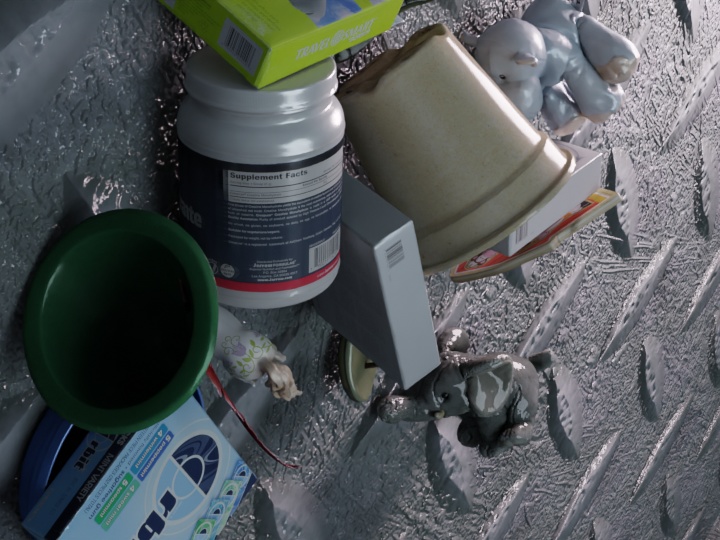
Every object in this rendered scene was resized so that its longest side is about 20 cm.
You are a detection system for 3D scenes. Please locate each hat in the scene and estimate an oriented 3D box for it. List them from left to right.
[{"bbox_3d":[-0.160,0.065,1.101,0.176,0.165,0.200,33,50,-69],"label":"hat"}]

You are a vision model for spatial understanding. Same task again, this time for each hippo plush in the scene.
[{"bbox_3d":[0.207,-0.231,1.484,0.161,0.159,0.200,-28,131,-49],"label":"hippo plush"}]

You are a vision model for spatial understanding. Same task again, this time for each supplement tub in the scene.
[{"bbox_3d":[-0.084,-0.082,1.138,0.140,0.140,0.200,-32,134,-45],"label":"supplement tub"}]

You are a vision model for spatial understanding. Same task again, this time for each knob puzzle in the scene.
[{"bbox_3d":[0.186,-0.051,1.581,0.220,0.220,0.030,-43,109,-35],"label":"knob puzzle"}]

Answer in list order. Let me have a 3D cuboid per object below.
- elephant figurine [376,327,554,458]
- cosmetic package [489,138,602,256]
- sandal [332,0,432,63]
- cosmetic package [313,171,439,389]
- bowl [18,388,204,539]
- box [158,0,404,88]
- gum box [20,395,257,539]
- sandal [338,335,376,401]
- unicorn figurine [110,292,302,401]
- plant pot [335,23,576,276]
[{"bbox_3d":[0.131,0.139,1.645,0.200,0.141,0.155,40,45,-42],"label":"elephant figurine"},{"bbox_3d":[0.155,-0.097,1.496,0.200,0.151,0.052,-34,133,-44],"label":"cosmetic package"},{"bbox_3d":[0.017,-0.269,1.266,0.201,0.057,0.080,-37,109,-17],"label":"sandal"},{"bbox_3d":[0.000,0.000,1.296,0.052,0.151,0.200,-36,139,-21],"label":"cosmetic package"},{"bbox_3d":[-0.218,0.168,1.184,0.201,0.039,0.201,-36,137,-43],"label":"bowl"},{"bbox_3d":[-0.055,-0.229,1.106,0.200,0.122,0.048,-33,159,-44],"label":"box"},{"bbox_3d":[-0.186,0.200,1.174,0.170,0.045,0.200,-56,147,-21],"label":"gum box"},{"bbox_3d":[0.035,0.051,1.476,0.201,0.057,0.080,-64,149,-8],"label":"sandal"},{"bbox_3d":[-0.140,0.051,1.162,0.137,0.200,0.074,63,45,-86],"label":"unicorn figurine"},{"bbox_3d":[0.073,-0.126,1.292,0.200,0.200,0.184,-46,107,-33],"label":"plant pot"}]
